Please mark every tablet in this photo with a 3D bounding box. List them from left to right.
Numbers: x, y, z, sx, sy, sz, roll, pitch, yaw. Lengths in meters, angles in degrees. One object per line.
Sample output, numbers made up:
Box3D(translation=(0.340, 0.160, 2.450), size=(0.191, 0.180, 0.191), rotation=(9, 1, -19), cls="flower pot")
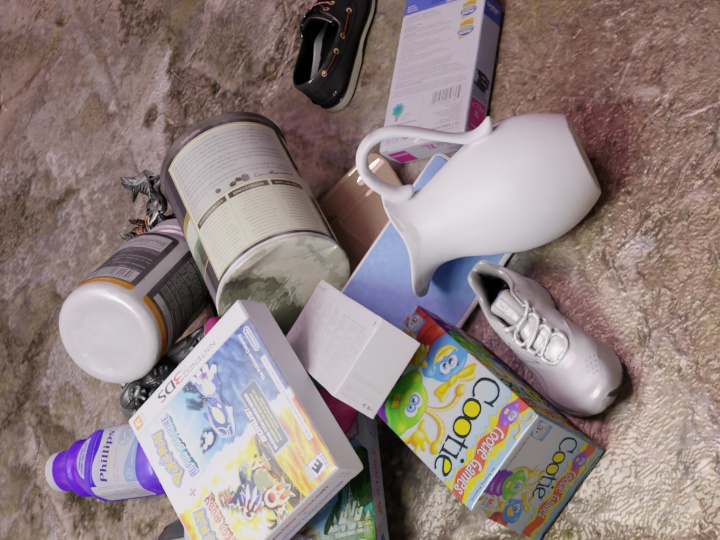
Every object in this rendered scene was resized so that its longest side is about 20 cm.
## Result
Box3D(translation=(0.070, -0.006, 1.549), size=(0.130, 0.014, 0.201), rotation=(34, 90, 25), cls="tablet")

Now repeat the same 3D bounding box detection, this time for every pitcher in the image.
Box3D(translation=(0.110, -0.087, 1.461), size=(0.199, 0.172, 0.121), rotation=(-25, 28, 12), cls="pitcher")

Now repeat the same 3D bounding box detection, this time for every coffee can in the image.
Box3D(translation=(-0.113, -0.048, 1.635), size=(0.146, 0.146, 0.201), rotation=(-44, 49, 18), cls="coffee can")

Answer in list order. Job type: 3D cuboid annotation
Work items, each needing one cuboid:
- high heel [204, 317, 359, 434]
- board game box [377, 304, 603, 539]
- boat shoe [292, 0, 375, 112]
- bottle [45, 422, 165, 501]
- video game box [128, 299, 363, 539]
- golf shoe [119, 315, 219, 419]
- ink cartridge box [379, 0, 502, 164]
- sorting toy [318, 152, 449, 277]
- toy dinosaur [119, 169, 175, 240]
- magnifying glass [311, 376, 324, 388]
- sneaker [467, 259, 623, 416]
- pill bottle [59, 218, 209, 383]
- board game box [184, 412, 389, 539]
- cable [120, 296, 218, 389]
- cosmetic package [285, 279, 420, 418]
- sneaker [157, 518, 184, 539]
Box3D(translation=(-0.079, 0.098, 1.505), size=(0.096, 0.067, 0.200), rotation=(-41, 50, 7), cls="high heel")
Box3D(translation=(0.104, 0.135, 1.407), size=(0.105, 0.103, 0.200), rotation=(-55, 41, 6), cls="board game box")
Box3D(translation=(-0.032, -0.286, 1.813), size=(0.073, 0.063, 0.203), rotation=(-13, 58, 43), cls="boat shoe")
Box3D(translation=(-0.280, 0.219, 1.767), size=(0.199, 0.065, 0.084), rotation=(-13, 60, 40), cls="bottle")
Box3D(translation=(-0.112, 0.161, 1.448), size=(0.182, 0.047, 0.200), rotation=(-48, 59, 25), cls="video game box")
Box3D(translation=(-0.178, 0.096, 1.694), size=(0.199, 0.078, 0.094), rotation=(-27, 12, -16), cls="golf shoe")
Box3D(translation=(0.089, -0.219, 1.670), size=(0.119, 0.042, 0.201), rotation=(-10, 64, 41), cls="ink cartridge box")
Box3D(translation=(0.000, 0.000, 1.643), size=(0.185, 0.036, 0.200), rotation=(-45, 48, 17), cls="sorting toy")
Box3D(translation=(-0.222, -0.047, 1.864), size=(0.199, 0.102, 0.137), rotation=(-15, 72, 18), cls="toy dinosaur")
Box3D(translation=(-0.039, 0.156, 1.580), size=(0.080, 0.022, 0.201), rotation=(112, 148, -49), cls="magnifying glass")
Box3D(translation=(0.159, 0.061, 1.407), size=(0.075, 0.087, 0.200), rotation=(-52, 43, 6), cls="sneaker")
Box3D(translation=(-0.229, 0.027, 1.668), size=(0.116, 0.117, 0.200), rotation=(-30, 12, 29), cls="pill bottle")
Box3D(translation=(-0.074, 0.235, 1.495), size=(0.199, 0.041, 0.201), rotation=(-16, 58, 14), cls="board game box")
Box3D(translation=(-0.213, 0.089, 1.786), size=(0.199, 0.051, 0.164), rotation=(-32, 49, 28), cls="cable")
Box3D(translation=(-0.013, 0.071, 1.458), size=(0.083, 0.050, 0.200), rotation=(-59, 19, 0), cls="cosmetic package")
Box3D(translation=(-0.124, 0.233, 1.601), size=(0.199, 0.075, 0.107), rotation=(-20, 57, 24), cls="sneaker")
